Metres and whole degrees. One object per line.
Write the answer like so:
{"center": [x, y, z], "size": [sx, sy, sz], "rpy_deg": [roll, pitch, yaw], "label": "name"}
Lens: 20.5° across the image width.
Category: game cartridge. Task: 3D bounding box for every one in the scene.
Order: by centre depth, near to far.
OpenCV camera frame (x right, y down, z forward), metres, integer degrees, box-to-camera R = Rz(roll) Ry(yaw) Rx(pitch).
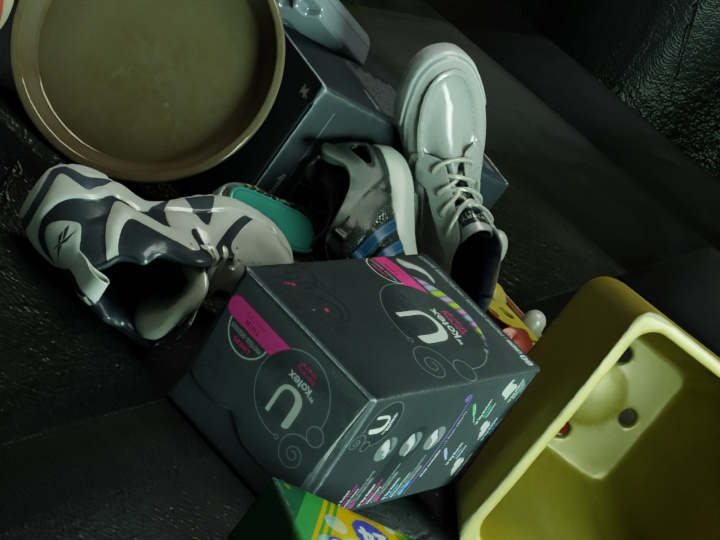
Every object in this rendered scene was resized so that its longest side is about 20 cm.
{"center": [-0.099, -0.201, 1.559], "size": [0.199, 0.042, 0.133], "rpy_deg": [8, -11, 23], "label": "game cartridge"}

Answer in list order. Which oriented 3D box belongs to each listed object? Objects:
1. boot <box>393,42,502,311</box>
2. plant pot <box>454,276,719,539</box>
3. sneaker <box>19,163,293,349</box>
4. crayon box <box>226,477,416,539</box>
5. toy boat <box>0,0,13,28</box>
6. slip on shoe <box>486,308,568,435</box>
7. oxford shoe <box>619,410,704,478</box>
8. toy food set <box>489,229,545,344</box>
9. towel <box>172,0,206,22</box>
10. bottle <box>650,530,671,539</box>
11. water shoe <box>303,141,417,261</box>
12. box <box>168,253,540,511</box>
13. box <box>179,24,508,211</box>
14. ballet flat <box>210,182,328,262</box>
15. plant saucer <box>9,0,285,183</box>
{"center": [0.074, -0.061, 1.456], "size": [0.073, 0.201, 0.096], "rpy_deg": [-16, 38, -16], "label": "boot"}
{"center": [0.181, 0.121, 1.371], "size": [0.194, 0.196, 0.200], "rpy_deg": [36, 10, -17], "label": "plant pot"}
{"center": [-0.110, 0.007, 1.259], "size": [0.199, 0.080, 0.130], "rpy_deg": [23, 23, -40], "label": "sneaker"}
{"center": [0.014, 0.204, 1.037], "size": [0.125, 0.052, 0.200], "rpy_deg": [27, 20, -31], "label": "crayon box"}
{"center": [-0.337, -0.216, 1.358], "size": [0.200, 0.131, 0.131], "rpy_deg": [36, 47, -2], "label": "toy boat"}
{"center": [0.113, 0.075, 1.567], "size": [0.074, 0.061, 0.200], "rpy_deg": [19, 26, -51], "label": "slip on shoe"}
{"center": [0.211, 0.118, 1.515], "size": [0.070, 0.075, 0.200], "rpy_deg": [-18, 17, -29], "label": "oxford shoe"}
{"center": [0.119, 0.016, 1.735], "size": [0.143, 0.061, 0.200], "rpy_deg": [16, 26, -51], "label": "toy food set"}
{"center": [-0.142, -0.173, 1.584], "size": [0.144, 0.023, 0.199], "rpy_deg": [23, -14, -37], "label": "towel"}
{"center": [0.248, 0.193, 1.521], "size": [0.083, 0.065, 0.200], "rpy_deg": [40, 16, -10], "label": "bottle"}
{"center": [0.000, 0.000, 1.410], "size": [0.078, 0.072, 0.201], "rpy_deg": [7, 56, -24], "label": "water shoe"}
{"center": [0.000, 0.069, 1.237], "size": [0.122, 0.106, 0.200], "rpy_deg": [44, 25, 23], "label": "box"}
{"center": [-0.015, -0.071, 1.539], "size": [0.199, 0.149, 0.107], "rpy_deg": [25, 20, -38], "label": "box"}
{"center": [-0.045, -0.011, 1.461], "size": [0.199, 0.074, 0.074], "rpy_deg": [26, 20, -36], "label": "ballet flat"}
{"center": [-0.154, -0.160, 1.445], "size": [0.200, 0.200, 0.029], "rpy_deg": [38, -11, 2], "label": "plant saucer"}
